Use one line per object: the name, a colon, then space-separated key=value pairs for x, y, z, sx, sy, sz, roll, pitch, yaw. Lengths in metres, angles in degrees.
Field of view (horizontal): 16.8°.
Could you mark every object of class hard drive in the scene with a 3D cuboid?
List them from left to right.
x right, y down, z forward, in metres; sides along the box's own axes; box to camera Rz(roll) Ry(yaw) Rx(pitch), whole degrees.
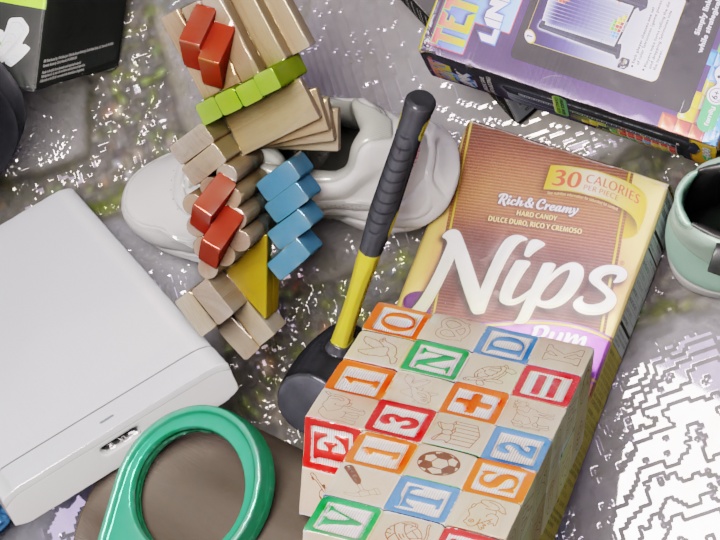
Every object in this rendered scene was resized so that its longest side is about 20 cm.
hard drive: x=-0.166 y=0.040 z=1.281 sx=0.132 sy=0.027 sz=0.200 roll=-32 pitch=40 yaw=-12

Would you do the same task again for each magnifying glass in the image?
magnifying glass: x=-0.117 y=0.152 z=1.192 sx=0.080 sy=0.022 sz=0.200 roll=41 pitch=97 yaw=29

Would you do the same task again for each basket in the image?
basket: x=-0.037 y=0.164 z=1.238 sx=0.200 sy=0.136 sz=0.180 roll=31 pitch=127 yaw=24

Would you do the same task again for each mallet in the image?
mallet: x=0.000 y=0.000 z=1.241 sx=0.041 sy=0.200 sz=0.066 roll=24 pitch=41 yaw=10

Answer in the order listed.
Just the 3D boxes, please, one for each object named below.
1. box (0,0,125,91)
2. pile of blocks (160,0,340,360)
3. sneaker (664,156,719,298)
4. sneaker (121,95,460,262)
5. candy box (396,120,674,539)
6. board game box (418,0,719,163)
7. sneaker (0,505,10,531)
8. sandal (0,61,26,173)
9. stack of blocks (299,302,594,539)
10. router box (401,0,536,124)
box: x=-0.209 y=-0.213 z=1.329 sx=0.148 sy=0.124 sz=0.200 roll=12 pitch=103 yaw=13
pile of blocks: x=-0.056 y=-0.049 z=1.211 sx=0.082 sy=0.062 sz=0.200 roll=0 pitch=105 yaw=16
sneaker: x=0.252 y=-0.015 z=1.228 sx=0.200 sy=0.118 sz=0.074 roll=2 pitch=76 yaw=11
sneaker: x=-0.053 y=-0.061 z=1.293 sx=0.200 sy=0.099 sz=0.078 roll=-11 pitch=62 yaw=28
candy box: x=0.079 y=0.033 z=1.285 sx=0.117 sy=0.056 sz=0.200 roll=18 pitch=80 yaw=16
board game box: x=0.143 y=-0.173 z=1.262 sx=0.165 sy=0.057 sz=0.200 roll=20 pitch=84 yaw=15
sneaker: x=-0.242 y=0.129 z=1.331 sx=0.200 sy=0.075 sz=0.087 roll=-49 pitch=47 yaw=1
sandal: x=-0.242 y=-0.049 z=1.316 sx=0.076 sy=0.200 sz=0.043 roll=31 pitch=42 yaw=-12
stack of blocks: x=0.030 y=0.098 z=1.154 sx=0.115 sy=0.200 sz=0.059 roll=12 pitch=122 yaw=14
router box: x=0.106 y=-0.205 z=1.333 sx=0.200 sy=0.052 sz=0.157 roll=-41 pitch=73 yaw=0
